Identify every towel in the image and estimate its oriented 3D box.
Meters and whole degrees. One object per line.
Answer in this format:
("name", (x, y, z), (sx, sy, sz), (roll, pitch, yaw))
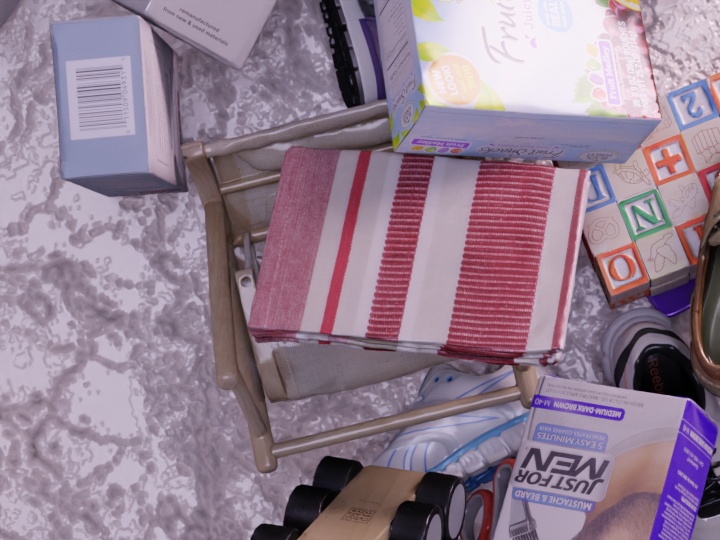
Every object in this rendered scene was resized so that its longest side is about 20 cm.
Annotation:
("towel", (0.037, -0.011, 1.443), (0.198, 0.023, 0.145), (5, 58, 11))

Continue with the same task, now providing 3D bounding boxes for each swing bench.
("swing bench", (0.000, 0.000, 1.531), (0.197, 0.130, 0.201), (-13, 56, 4))

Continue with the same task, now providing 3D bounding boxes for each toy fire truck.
("toy fire truck", (-0.017, 0.237, 1.463), (0.128, 0.176, 0.202), (6, 109, 18))

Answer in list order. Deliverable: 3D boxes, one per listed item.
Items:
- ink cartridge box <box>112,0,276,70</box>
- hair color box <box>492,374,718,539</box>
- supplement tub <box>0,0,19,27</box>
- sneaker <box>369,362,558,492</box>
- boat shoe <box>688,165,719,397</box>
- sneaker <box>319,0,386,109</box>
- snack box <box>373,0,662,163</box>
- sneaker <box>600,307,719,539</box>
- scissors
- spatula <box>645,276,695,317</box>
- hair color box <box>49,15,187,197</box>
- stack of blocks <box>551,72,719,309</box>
("ink cartridge box", (-0.093, -0.253, 1.531), (0.087, 0.145, 0.201), (28, 93, -33))
("hair color box", (0.143, 0.174, 1.452), (0.109, 0.065, 0.202), (7, 73, 33))
("supplement tub", (-0.319, -0.253, 1.558), (0.199, 0.140, 0.141), (24, 90, 4))
("sneaker", (0.051, 0.114, 1.572), (0.199, 0.075, 0.087), (-27, 70, 1))
("boat shoe", (0.252, -0.020, 1.471), (0.075, 0.074, 0.202), (7, 81, 20))
("sneaker", (0.014, -0.211, 1.583), (0.087, 0.076, 0.202), (-13, 91, -12))
("snack box", (0.095, -0.174, 1.508), (0.167, 0.068, 0.202), (3, 62, -19))
("sneaker", (0.216, 0.125, 1.543), (0.073, 0.080, 0.201), (-26, 97, 0))
("scissors", (0.079, 0.216, 1.487), (0.014, 0.073, 0.201), (26, 51, -22))
("spatula", (0.251, 0.054, 1.577), (0.056, 0.021, 0.201), (-33, 88, 2))
("hair color box", (-0.156, -0.104, 1.514), (0.060, 0.200, 0.100), (-4, 88, 3))
("stack of blocks", (0.239, -0.066, 1.554), (0.199, 0.059, 0.116), (-22, 78, 2))
